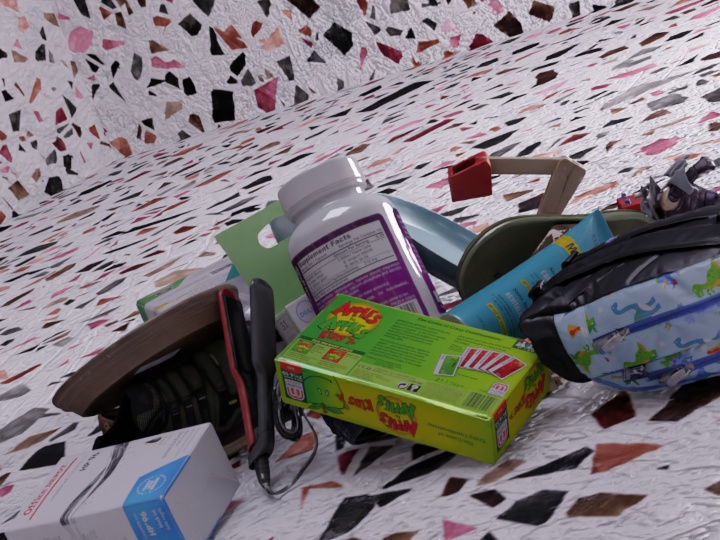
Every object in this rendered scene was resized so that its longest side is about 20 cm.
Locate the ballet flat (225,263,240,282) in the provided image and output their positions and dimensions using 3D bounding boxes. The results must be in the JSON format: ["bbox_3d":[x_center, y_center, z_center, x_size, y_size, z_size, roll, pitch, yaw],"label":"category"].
[{"bbox_3d":[-0.142,0.073,1.613,0.201,0.071,0.071,-61,16,1],"label":"ballet flat"}]

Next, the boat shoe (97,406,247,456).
[{"bbox_3d":[-0.174,0.145,1.429,0.199,0.072,0.072,-11,17,37],"label":"boat shoe"}]

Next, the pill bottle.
[{"bbox_3d":[0.000,0.000,1.381,0.112,0.201,0.112,-24,-11,-5],"label":"pill bottle"}]

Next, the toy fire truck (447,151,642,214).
[{"bbox_3d":[0.195,-0.060,1.469,0.199,0.142,0.049,-13,14,6],"label":"toy fire truck"}]

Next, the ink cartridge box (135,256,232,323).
[{"bbox_3d":[-0.163,0.052,1.749,0.144,0.084,0.200,-27,14,-18],"label":"ink cartridge box"}]

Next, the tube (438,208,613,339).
[{"bbox_3d":[0.156,0.020,1.297,0.200,0.078,0.050,-28,7,-30],"label":"tube"}]

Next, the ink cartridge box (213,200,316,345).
[{"bbox_3d":[-0.029,0.012,1.456,0.145,0.200,0.048,-31,-4,-33],"label":"ink cartridge box"}]

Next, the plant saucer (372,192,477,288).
[{"bbox_3d":[0.091,-0.017,1.495,0.027,0.200,0.200,-60,6,13],"label":"plant saucer"}]

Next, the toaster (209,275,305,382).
[{"bbox_3d":[-0.076,0.059,1.530,0.199,0.114,0.129,-19,14,-30],"label":"toaster"}]

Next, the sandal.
[{"bbox_3d":[0.185,-0.012,1.372,0.200,0.080,0.057,-12,27,0],"label":"sandal"}]

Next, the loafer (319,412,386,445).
[{"bbox_3d":[0.060,0.099,1.291,0.200,0.068,0.070,-21,48,-22],"label":"loafer"}]

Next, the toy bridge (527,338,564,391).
[{"bbox_3d":[0.182,0.059,1.309,0.067,0.027,0.200,-16,13,17],"label":"toy bridge"}]

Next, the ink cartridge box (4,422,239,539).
[{"bbox_3d":[-0.217,0.204,1.258,0.199,0.068,0.116,-16,20,23],"label":"ink cartridge box"}]

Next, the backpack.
[{"bbox_3d":[0.251,0.019,1.156,0.200,0.154,0.163,-38,-4,37],"label":"backpack"}]

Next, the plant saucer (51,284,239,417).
[{"bbox_3d":[-0.193,0.079,1.379,0.200,0.030,0.200,-33,-8,-5],"label":"plant saucer"}]

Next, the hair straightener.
[{"bbox_3d":[-0.076,0.097,1.287,0.077,0.201,0.041,-21,-30,22],"label":"hair straightener"}]

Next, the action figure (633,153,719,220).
[{"bbox_3d":[0.343,-0.061,1.373,0.199,0.070,0.130,6,-8,37],"label":"action figure"}]

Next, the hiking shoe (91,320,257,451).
[{"bbox_3d":[-0.164,0.121,1.343,0.200,0.076,0.101,-48,-29,3],"label":"hiking shoe"}]

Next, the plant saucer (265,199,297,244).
[{"bbox_3d":[-0.025,-0.008,1.624,0.039,0.201,0.201,-61,25,-12],"label":"plant saucer"}]

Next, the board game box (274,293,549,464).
[{"bbox_3d":[0.042,0.085,1.209,0.199,0.048,0.102,14,39,29],"label":"board game box"}]
